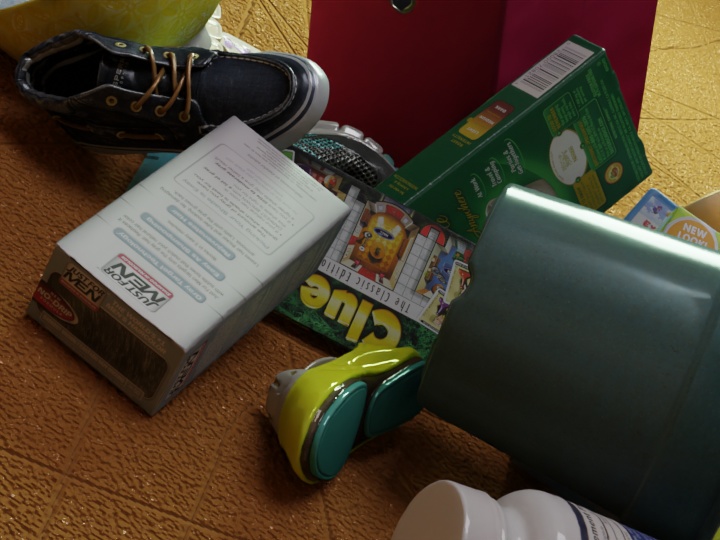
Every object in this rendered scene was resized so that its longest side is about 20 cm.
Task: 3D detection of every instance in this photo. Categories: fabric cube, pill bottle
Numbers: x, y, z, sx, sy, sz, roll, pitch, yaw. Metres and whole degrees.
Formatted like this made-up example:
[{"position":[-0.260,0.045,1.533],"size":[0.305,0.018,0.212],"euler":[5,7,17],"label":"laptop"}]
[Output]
[{"position":[0.089,-0.174,1.653],"size":[0.195,0.201,0.199],"euler":[27,32,37],"label":"fabric cube"},{"position":[0.116,0.189,1.222],"size":[0.199,0.111,0.111],"euler":[24,25,-24],"label":"pill bottle"}]

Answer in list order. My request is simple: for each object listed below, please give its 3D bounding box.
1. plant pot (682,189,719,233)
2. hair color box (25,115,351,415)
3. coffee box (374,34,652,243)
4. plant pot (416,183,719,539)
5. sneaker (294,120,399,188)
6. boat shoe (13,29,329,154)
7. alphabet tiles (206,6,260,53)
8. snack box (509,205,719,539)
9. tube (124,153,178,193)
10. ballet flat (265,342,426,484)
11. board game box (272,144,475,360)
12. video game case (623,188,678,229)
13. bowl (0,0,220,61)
[{"position":[0.286,0.062,1.629],"size":[0.199,0.200,0.184],"euler":[2,54,-52],"label":"plant pot"},{"position":[-0.099,-0.007,1.312],"size":[0.099,0.061,0.200],"euler":[38,38,8],"label":"hair color box"},{"position":[0.106,-0.061,1.542],"size":[0.044,0.200,0.123],"euler":[36,-20,49],"label":"coffee box"},{"position":[0.149,0.051,1.333],"size":[0.195,0.201,0.200],"euler":[24,22,6],"label":"plant pot"},{"position":[-0.061,-0.070,1.548],"size":[0.199,0.078,0.092],"euler":[22,34,-11],"label":"sneaker"},{"position":[-0.124,-0.114,1.407],"size":[0.091,0.199,0.071],"euler":[33,59,-57],"label":"boat shoe"},{"position":[-0.151,-0.188,1.710],"size":[0.195,0.015,0.201],"euler":[27,25,-19],"label":"alphabet tiles"},{"position":[0.223,0.088,1.460],"size":[0.168,0.201,0.068],"euler":[33,-18,1],"label":"snack box"},{"position":[-0.060,-0.027,1.479],"size":[0.199,0.050,0.078],"euler":[31,46,-9],"label":"tube"},{"position":[-0.019,0.081,1.327],"size":[0.067,0.067,0.200],"euler":[19,15,18],"label":"ballet flat"},{"position":[0.000,0.000,1.450],"size":[0.199,0.105,0.023],"euler":[27,-8,-18],"label":"board game box"},{"position":[0.196,0.058,1.517],"size":[0.143,0.200,0.018],"euler":[39,-16,11],"label":"video game case"},{"position":[-0.162,-0.187,1.524],"size":[0.108,0.199,0.201],"euler":[61,13,-23],"label":"bowl"}]
